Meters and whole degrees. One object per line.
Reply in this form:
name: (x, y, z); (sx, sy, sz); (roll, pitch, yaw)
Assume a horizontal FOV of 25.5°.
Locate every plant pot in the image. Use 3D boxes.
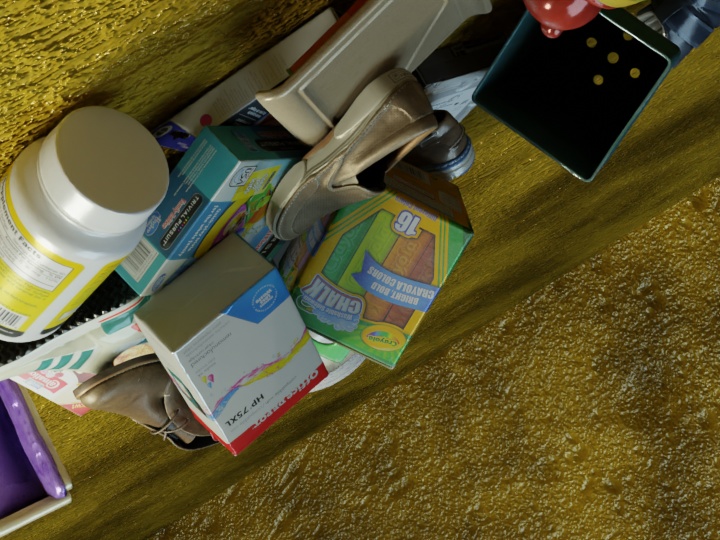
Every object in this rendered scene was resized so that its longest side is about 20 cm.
plant pot: (0.228, -0.198, 1.567); (0.142, 0.141, 0.200); (-57, 170, 22)

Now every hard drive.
hard drive: (0.061, -0.164, 1.627); (0.139, 0.038, 0.200); (-21, 165, -38)

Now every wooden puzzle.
wooden puzzle: (0.012, -0.183, 1.285); (0.200, 0.037, 0.185); (-40, 166, 3)

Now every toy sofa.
toy sofa: (-0.359, 0.153, 1.545); (0.083, 0.200, 0.098); (-24, 174, -21)

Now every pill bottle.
pill bottle: (-0.237, -0.035, 1.242); (0.114, 0.115, 0.200); (-18, 164, -45)

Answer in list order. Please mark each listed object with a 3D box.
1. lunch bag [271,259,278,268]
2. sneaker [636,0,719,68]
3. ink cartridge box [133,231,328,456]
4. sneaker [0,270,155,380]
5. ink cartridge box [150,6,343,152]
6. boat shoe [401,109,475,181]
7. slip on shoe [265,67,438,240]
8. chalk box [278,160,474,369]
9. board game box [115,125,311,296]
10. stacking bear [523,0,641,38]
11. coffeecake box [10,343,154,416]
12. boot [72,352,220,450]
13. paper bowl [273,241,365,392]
lunch bag: (-0.155, 0.047, 1.590); (0.164, 0.200, 0.117); (-35, 167, 23)
sneaker: (0.388, -0.288, 1.762); (0.146, 0.077, 0.202); (-47, 153, 22)
ink cartridge box: (-0.103, 0.077, 1.389); (0.116, 0.067, 0.200); (-40, 140, -14)
sneaker: (-0.261, 0.071, 1.396); (0.199, 0.070, 0.094); (-24, 133, 4)
ink cartridge box: (-0.083, -0.148, 1.344); (0.200, 0.037, 0.095); (-31, 169, 15)
boat shoe: (0.008, -0.123, 1.546); (0.199, 0.072, 0.072); (-9, 132, 17)
slip on shoe: (-0.007, -0.084, 1.347); (0.200, 0.061, 0.076); (-47, 165, 29)
chalk box: (0.000, 0.000, 1.483); (0.200, 0.124, 0.124); (-61, -166, 18)
board game box: (-0.109, -0.055, 1.380); (0.151, 0.047, 0.200); (-51, 163, 21)
stacking bear: (0.223, -0.276, 1.375); (0.114, 0.122, 0.200); (-21, 174, -46)
coffeecake box: (-0.242, 0.032, 1.473); (0.200, 0.073, 0.153); (-33, 139, 18)
boot: (-0.177, 0.121, 1.441); (0.073, 0.076, 0.200); (-30, 160, 27)
paper bowl: (-0.076, 0.026, 1.695); (0.200, 0.201, 0.104); (-29, 167, -1)
